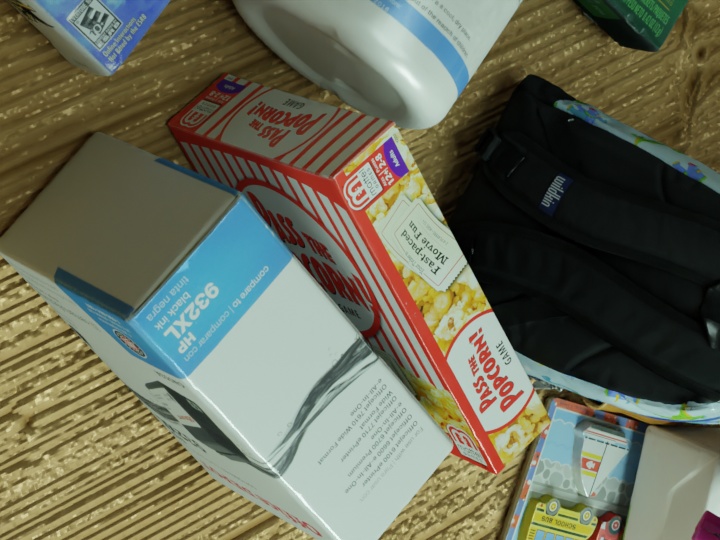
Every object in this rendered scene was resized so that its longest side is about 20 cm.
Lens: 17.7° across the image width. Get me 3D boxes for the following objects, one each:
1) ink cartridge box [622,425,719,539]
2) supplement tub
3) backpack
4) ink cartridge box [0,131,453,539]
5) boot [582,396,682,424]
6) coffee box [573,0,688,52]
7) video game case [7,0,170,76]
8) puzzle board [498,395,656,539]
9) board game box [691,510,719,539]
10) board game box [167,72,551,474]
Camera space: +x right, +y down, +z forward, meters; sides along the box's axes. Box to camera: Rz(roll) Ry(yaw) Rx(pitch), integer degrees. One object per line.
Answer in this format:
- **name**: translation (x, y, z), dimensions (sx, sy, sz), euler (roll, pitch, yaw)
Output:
- **ink cartridge box**: translation (0.260, 0.164, 1.461), dimensions (0.199, 0.067, 0.118), euler (6, 100, -38)
- **supplement tub**: translation (0.037, -0.185, 1.173), dimensions (0.132, 0.132, 0.200), euler (42, 78, -37)
- **backpack**: translation (0.157, 0.005, 1.274), dimensions (0.154, 0.200, 0.164), euler (28, 85, -49)
- **ink cartridge box**: translation (-0.067, 0.038, 1.150), dimensions (0.084, 0.145, 0.200), euler (-50, 126, -14)
- **boot**: translation (0.214, 0.002, 1.390), dimensions (0.144, 0.071, 0.202), euler (13, 103, -49)
- **coffee box**: translation (0.172, -0.242, 1.312), dimensions (0.123, 0.044, 0.200), euler (38, 79, -36)
- **video game case**: translation (-0.126, -0.226, 1.094), dimensions (0.181, 0.045, 0.200), euler (43, 77, -36)
- **puzzle board**: translation (0.166, 0.171, 1.445), dimensions (0.200, 0.017, 0.151), euler (18, 92, -39)
- **board game box**: translation (0.258, 0.063, 1.298), dimensions (0.026, 0.200, 0.200), euler (31, 62, 4)
- **board game box**: translation (0.000, 0.000, 1.186), dimensions (0.046, 0.151, 0.200), euler (-42, 123, -20)
